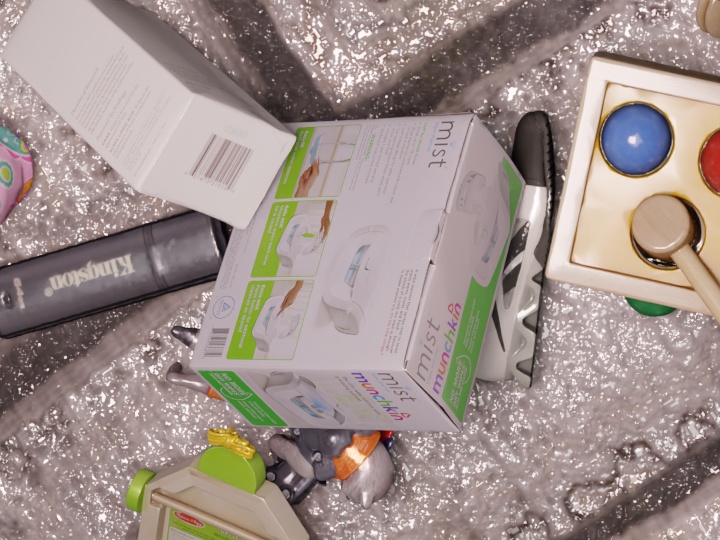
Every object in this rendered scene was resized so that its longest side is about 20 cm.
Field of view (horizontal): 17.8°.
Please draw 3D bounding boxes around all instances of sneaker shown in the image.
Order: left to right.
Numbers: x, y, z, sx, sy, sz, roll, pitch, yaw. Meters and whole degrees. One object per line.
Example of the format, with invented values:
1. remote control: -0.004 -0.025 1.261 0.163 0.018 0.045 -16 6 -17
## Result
1. sneaker: 0.094 -0.018 1.655 0.088 0.074 0.202 8 98 5

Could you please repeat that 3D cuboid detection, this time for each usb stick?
1. usb stick: -0.190 0.002 1.718 0.198 0.033 0.056 -16 96 10

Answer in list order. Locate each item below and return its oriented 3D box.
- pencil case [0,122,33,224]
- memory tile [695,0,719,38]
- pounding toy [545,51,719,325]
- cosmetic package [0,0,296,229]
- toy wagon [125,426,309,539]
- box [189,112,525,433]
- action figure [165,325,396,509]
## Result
1. pencil case: -0.312 -0.038 1.644 0.087 0.200 0.088 12 123 19
2. memory tile: 0.317 -0.232 1.567 0.017 0.153 0.201 40 104 37
3. pounding toy: 0.229 -0.033 1.599 0.182 0.142 0.202 12 99 7
4. cosmetic package: -0.151 -0.122 1.609 0.200 0.112 0.082 41 104 42
5. toy wagon: -0.099 0.195 1.688 0.154 0.040 0.201 21 122 16
6. box: 0.000 0.000 1.582 0.175 0.097 0.201 -1 59 31
7. action figure: -0.060 0.114 1.682 0.193 0.105 0.201 37 99 11
